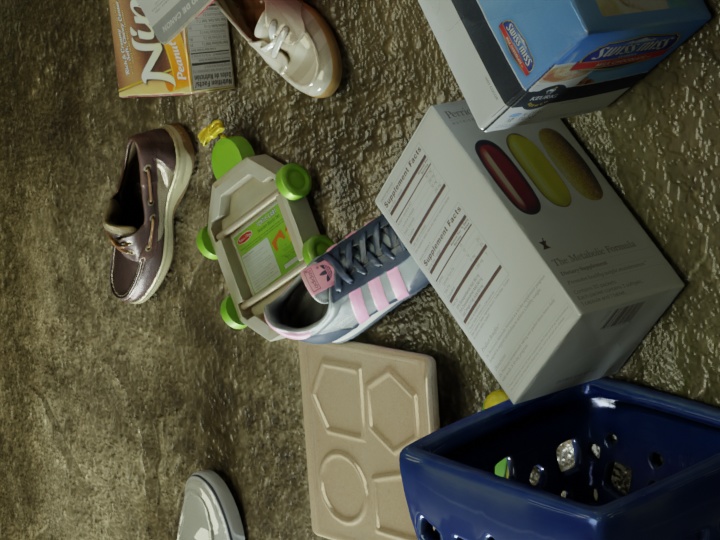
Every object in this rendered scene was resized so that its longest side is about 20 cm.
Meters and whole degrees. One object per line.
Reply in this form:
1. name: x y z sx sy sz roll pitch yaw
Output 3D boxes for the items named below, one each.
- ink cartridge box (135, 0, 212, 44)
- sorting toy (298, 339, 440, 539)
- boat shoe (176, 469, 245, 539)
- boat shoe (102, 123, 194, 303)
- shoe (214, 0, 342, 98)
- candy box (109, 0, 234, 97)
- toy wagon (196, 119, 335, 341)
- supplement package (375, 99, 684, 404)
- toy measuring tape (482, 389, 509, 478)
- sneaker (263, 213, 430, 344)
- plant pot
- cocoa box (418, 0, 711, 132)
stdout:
1. ink cartridge box: -0.115 -0.307 1.646 0.200 0.084 0.176 -38 68 28
2. sorting toy: 0.014 0.152 1.700 0.200 0.036 0.186 10 107 53
3. boat shoe: -0.155 0.294 1.909 0.071 0.070 0.201 11 108 49
4. boat shoe: -0.218 -0.050 1.892 0.072 0.072 0.200 48 132 31
5. shoe: -0.087 -0.217 1.705 0.200 0.053 0.070 51 134 29
6. candy box: -0.178 -0.260 1.802 0.115 0.055 0.201 3 102 49
7. toy wagon: -0.090 -0.042 1.767 0.155 0.039 0.201 -33 73 49
8. supplement package: 0.121 -0.022 1.458 0.200 0.113 0.110 56 138 24
9. toy measuring tape: 0.095 0.190 1.574 0.073 0.073 0.201 29 119 43
10. sneaker: 0.000 0.000 1.624 0.200 0.082 0.070 -45 59 35
11. plant pot: 0.167 0.199 1.402 0.200 0.200 0.181 15 117 47
12. cocoa box: 0.123 -0.220 1.386 0.131 0.133 0.201 -41 68 47
